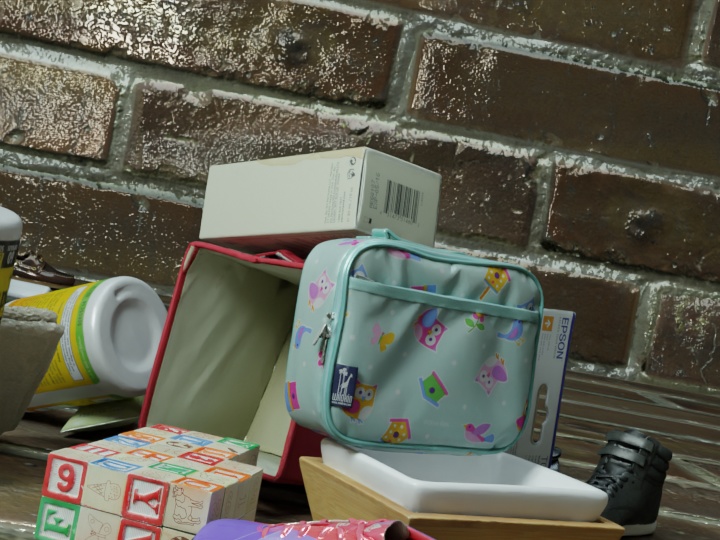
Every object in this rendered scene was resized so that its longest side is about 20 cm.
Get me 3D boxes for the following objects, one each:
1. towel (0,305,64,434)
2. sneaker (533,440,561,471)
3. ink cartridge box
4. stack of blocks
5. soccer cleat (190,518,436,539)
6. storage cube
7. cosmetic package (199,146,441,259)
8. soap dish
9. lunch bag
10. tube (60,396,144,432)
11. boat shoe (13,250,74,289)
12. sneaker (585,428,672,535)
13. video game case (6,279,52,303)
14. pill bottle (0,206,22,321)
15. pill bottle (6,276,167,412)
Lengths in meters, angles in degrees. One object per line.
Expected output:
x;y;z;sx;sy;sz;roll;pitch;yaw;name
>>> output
-0.349;0.078;1.073;0.199;0.133;0.035;10;32;-42;towel
0.127;0.187;1.252;0.113;0.076;0.200;9;-2;23;sneaker
0.098;0.122;1.152;0.199;0.201;0.041;8;2;-43;ink cartridge box
-0.131;0.158;0.938;0.115;0.059;0.200;11;2;12;stack of blocks
-0.009;0.171;0.785;0.199;0.074;0.068;13;27;18;soccer cleat
-0.059;0.091;1.172;0.170;0.201;0.179;11;-5;38;storage cube
-0.037;-0.054;1.162;0.199;0.073;0.103;0;-11;43;cosmetic package
0.072;0.183;0.991;0.199;0.082;0.157;10;2;-32;soap dish
0.042;0.055;1.002;0.199;0.161;0.077;10;2;-32;lunch bag
-0.241;0.130;1.310;0.052;0.058;0.200;38;3;-6;tube
-0.679;-0.007;2.699;0.199;0.071;0.070;12;0;-15;boat shoe
0.228;0.196;1.230;0.070;0.100;0.200;14;5;35;sneaker
-0.394;0.059;1.399;0.199;0.022;0.182;11;-36;15;video game case
-0.320;0.045;0.960;0.111;0.201;0.111;15;7;-2;pill bottle
-0.286;0.075;1.254;0.199;0.112;0.111;-11;-10;31;pill bottle
